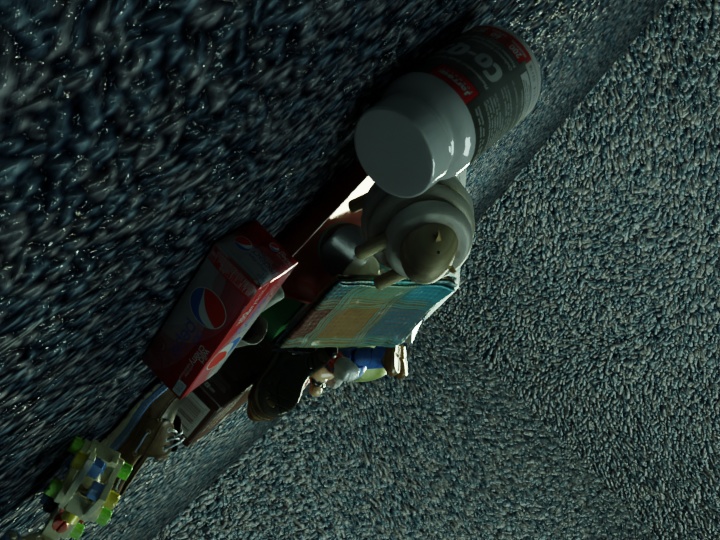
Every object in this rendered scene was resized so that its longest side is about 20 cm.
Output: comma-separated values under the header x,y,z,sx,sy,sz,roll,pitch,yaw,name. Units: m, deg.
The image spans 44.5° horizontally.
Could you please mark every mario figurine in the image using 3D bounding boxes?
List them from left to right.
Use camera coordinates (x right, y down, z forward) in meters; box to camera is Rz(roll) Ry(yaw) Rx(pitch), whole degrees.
x,y,z,sx,sy,sz,roll,pitch,yaw,name
-0.030,0.160,1.355,0.107,0.198,0.124,-75,153,-45,mario figurine

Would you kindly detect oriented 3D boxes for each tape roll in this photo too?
x,y,z,sx,sy,sz,roll,pitch,yaw,name
-0.073,0.021,1.285,0.200,0.048,0.200,-44,173,-7,tape roll

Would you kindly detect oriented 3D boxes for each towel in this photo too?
x,y,z,sx,sy,sz,roll,pitch,yaw,name
0.011,0.054,1.082,0.199,0.022,0.147,1,142,-42,towel

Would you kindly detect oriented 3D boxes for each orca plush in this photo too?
x,y,z,sx,sy,sz,roll,pitch,yaw,name
-0.046,0.086,1.200,0.105,0.071,0.200,-36,-175,11,orca plush

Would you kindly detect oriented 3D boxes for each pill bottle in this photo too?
x,y,z,sx,sy,sz,roll,pitch,yaw,name
0.090,-0.164,0.901,0.200,0.114,0.114,-41,172,-38,pill bottle

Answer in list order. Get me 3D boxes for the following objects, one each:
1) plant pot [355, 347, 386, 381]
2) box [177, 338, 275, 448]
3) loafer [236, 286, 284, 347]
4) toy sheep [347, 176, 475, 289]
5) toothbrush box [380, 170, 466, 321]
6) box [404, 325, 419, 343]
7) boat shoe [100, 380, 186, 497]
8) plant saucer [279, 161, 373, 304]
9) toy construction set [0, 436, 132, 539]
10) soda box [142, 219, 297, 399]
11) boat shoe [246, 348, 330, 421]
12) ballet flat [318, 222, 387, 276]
x,y,z,sx,sy,sz,roll,pitch,yaw,name
0.000,0.047,1.457,0.187,0.186,0.201,-38,154,-49,plant pot
-0.197,0.165,1.281,0.100,0.075,0.200,-49,175,29,box
-0.142,0.061,0.995,0.070,0.070,0.200,-40,171,-40,loafer
0.059,-0.057,0.964,0.138,0.137,0.201,-49,-149,28,toy sheep
0.092,-0.048,1.321,0.146,0.085,0.202,-37,135,-55,toothbrush box
0.084,0.052,1.393,0.200,0.038,0.042,-57,154,-62,box
-0.260,0.203,1.106,0.200,0.072,0.072,-47,174,7,boat shoe
-0.027,-0.047,1.089,0.200,0.037,0.199,-46,162,6,plant saucer
-0.328,0.264,0.968,0.200,0.092,0.131,-39,-161,13,toy construction set
-0.146,0.043,0.898,0.200,0.063,0.070,-50,172,38,soda box
-0.105,0.139,1.261,0.074,0.076,0.200,-37,-171,42,boat shoe
0.000,0.000,1.085,0.073,0.073,0.200,-44,162,-7,ballet flat
